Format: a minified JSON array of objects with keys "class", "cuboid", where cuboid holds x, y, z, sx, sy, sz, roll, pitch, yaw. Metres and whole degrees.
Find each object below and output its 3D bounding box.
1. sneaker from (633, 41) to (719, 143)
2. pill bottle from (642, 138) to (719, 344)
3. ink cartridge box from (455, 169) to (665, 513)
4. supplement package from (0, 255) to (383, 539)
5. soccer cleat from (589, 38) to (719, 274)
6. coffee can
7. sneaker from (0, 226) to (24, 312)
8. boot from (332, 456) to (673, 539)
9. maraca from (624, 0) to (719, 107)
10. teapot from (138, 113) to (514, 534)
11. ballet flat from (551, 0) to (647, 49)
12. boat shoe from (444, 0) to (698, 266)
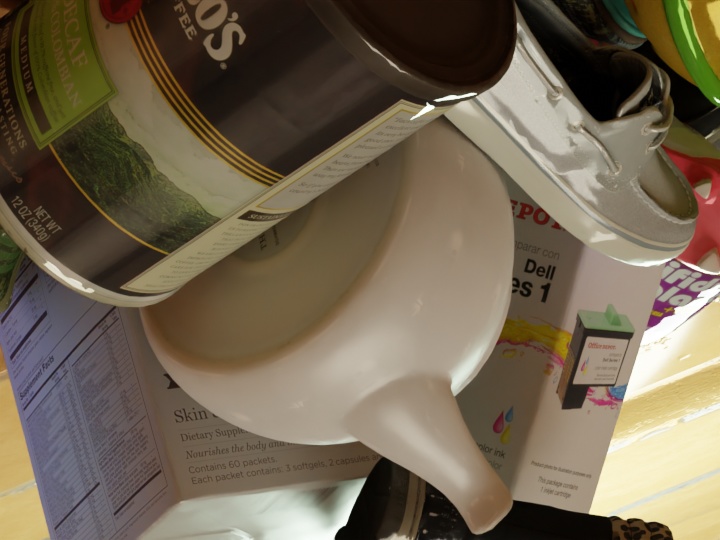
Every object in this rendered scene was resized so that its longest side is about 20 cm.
[{"class":"sneaker","cuboid":[0.180,-0.130,1.337,0.200,0.075,0.106,-32,152,10]},{"class":"pill bottle","cuboid":[0.191,-0.047,1.483,0.112,0.113,0.200,-4,155,-33]},{"class":"ink cartridge box","cuboid":[0.067,0.043,1.425,0.144,0.201,0.084,17,180,38]},{"class":"supplement package","cuboid":[-0.083,0.045,1.361,0.151,0.201,0.151,-5,157,-32]},{"class":"soccer cleat","cuboid":[0.121,-0.074,1.310,0.067,0.200,0.076,-48,-172,11]},{"class":"coffee can","cuboid":[-0.054,-0.092,1.116,0.200,0.147,0.146,-32,155,33]},{"class":"sneaker","cuboid":[-0.168,-0.035,1.284,0.088,0.077,0.200,-23,164,-14]},{"class":"boot","cuboid":[0.061,0.165,1.320,0.153,0.074,0.204,11,150,-6]},{"class":"maraca","cuboid":[0.179,-0.133,1.205,0.107,0.137,0.200,8,144,35]},{"class":"teapot","cuboid":[0.000,0.000,1.242,0.197,0.201,0.146,9,161,44]},{"class":"ballet flat","cuboid":[0.084,-0.153,1.212,0.074,0.075,0.200,-24,156,15]},{"class":"boat shoe","cuboid":[0.104,-0.070,1.199,0.071,0.070,0.201,-29,134,29]}]
